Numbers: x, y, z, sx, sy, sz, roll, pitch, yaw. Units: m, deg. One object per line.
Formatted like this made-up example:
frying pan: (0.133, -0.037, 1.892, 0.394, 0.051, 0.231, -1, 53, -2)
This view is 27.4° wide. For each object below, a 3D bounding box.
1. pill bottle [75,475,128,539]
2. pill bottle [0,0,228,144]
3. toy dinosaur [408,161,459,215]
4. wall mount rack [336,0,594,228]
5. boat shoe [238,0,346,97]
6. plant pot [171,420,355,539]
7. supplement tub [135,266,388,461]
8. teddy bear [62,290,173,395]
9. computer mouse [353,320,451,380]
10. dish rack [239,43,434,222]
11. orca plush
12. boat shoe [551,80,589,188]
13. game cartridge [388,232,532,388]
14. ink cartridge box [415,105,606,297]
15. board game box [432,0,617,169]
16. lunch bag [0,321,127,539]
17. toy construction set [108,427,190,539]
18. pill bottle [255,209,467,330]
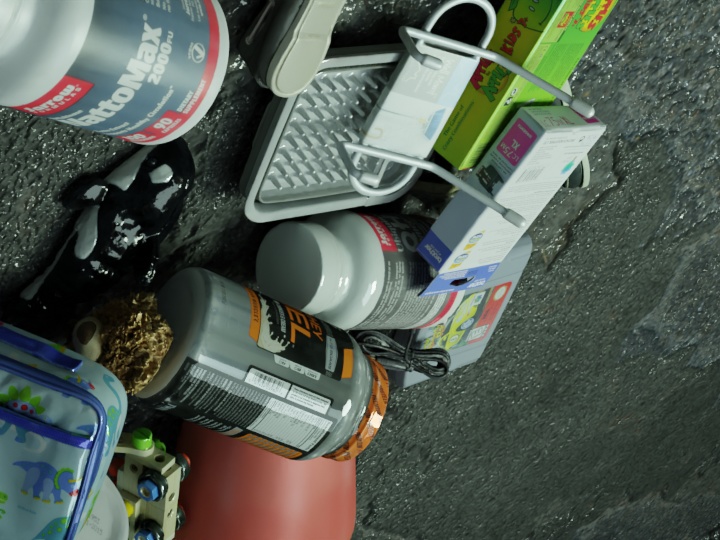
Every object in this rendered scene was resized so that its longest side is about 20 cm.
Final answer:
pill bottle: (-0.305, 0.243, 1.288, 0.200, 0.109, 0.109, -30, 159, 32)
pill bottle: (-0.188, -0.154, 0.921, 0.120, 0.120, 0.200, -51, 149, 18)
toy dinosaur: (0.095, -0.083, 1.427, 0.088, 0.047, 0.200, -42, 148, 16)
wall mount rack: (0.082, -0.118, 1.211, 0.174, 0.075, 0.200, 11, 123, -31)
boat shoe: (-0.030, -0.224, 1.088, 0.067, 0.057, 0.200, 2, 125, -55)
plant pot: (-0.090, 0.168, 1.420, 0.200, 0.200, 0.177, -19, 133, -34)
supplement tub: (-0.082, 0.086, 1.244, 0.200, 0.123, 0.123, 25, 113, -30)
teddy bear: (-0.232, 0.090, 1.193, 0.200, 0.067, 0.145, -29, -152, 52)
computer mouse: (0.064, 0.025, 1.514, 0.110, 0.044, 0.200, 13, 127, -7)
dish rack: (-0.010, -0.125, 1.246, 0.200, 0.044, 0.172, -12, 141, -41)
orca plush: (-0.195, -0.014, 1.150, 0.200, 0.071, 0.105, -39, 151, -4)
boat shoe: (0.170, -0.139, 1.406, 0.066, 0.075, 0.199, -26, 146, 0)
game cartridge: (0.103, 0.045, 1.620, 0.133, 0.041, 0.200, -13, 141, -34)
ink cartridge box: (0.126, -0.062, 1.328, 0.119, 0.042, 0.200, -10, 140, -55)
board game box: (0.143, -0.182, 1.265, 0.102, 0.048, 0.200, -14, 141, -54)
lunch bag: (-0.283, 0.115, 1.088, 0.082, 0.200, 0.161, -69, -178, -73)
toy construction set: (-0.229, 0.199, 1.365, 0.092, 0.131, 0.200, -50, 154, -36)
pill bottle: (0.000, 0.000, 1.358, 0.200, 0.111, 0.111, 1, 130, -51)
